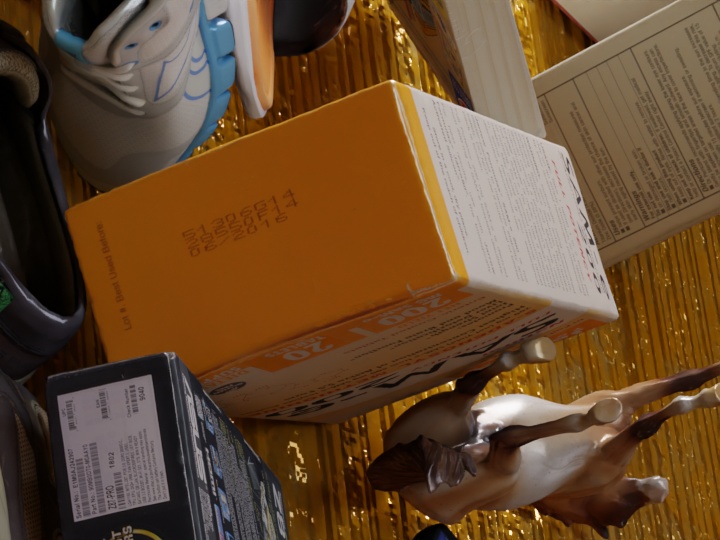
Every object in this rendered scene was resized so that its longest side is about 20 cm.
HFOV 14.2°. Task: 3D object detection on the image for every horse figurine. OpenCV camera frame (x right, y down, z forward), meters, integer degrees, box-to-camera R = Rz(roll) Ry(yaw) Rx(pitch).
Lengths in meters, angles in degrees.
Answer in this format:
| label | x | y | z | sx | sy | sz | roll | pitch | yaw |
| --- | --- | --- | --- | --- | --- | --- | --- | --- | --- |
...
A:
| label | x | y | z | sx | sy | sz | roll | pitch | yaw |
| --- | --- | --- | --- | --- | --- | --- | --- | --- | --- |
| horse figurine | 0.069 | 0.066 | 1.116 | 0.200 | 0.133 | 0.050 | -2 | 67 | -45 |

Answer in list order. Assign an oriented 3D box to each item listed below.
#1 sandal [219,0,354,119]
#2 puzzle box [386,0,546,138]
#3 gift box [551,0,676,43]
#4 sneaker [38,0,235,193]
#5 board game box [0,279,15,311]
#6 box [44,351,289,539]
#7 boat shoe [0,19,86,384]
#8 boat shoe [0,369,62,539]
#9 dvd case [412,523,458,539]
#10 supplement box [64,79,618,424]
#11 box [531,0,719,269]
| label | x | y | z | sx | sy | sz | roll | pitch | yaw |
| --- | --- | --- | --- | --- | --- | --- | --- | --- | --- |
| sandal | -0.018 | -0.154 | 1.080 | 0.079 | 0.059 | 0.207 | 80 | 13 | -61 |
| puzzle box | 0.024 | -0.138 | 1.140 | 0.200 | 0.025 | 0.133 | -117 | -172 | -67 |
| gift box | 0.216 | -0.160 | 1.385 | 0.200 | 0.185 | 0.187 | 37 | 41 | -23 |
| sneaker | -0.084 | -0.089 | 0.977 | 0.075 | 0.200 | 0.087 | 26 | 49 | 9 |
| board game box | -0.174 | -0.056 | 0.847 | 0.105 | 0.023 | 0.200 | 47 | -4 | 29 |
| box | -0.046 | 0.143 | 0.917 | 0.161 | 0.049 | 0.200 | 54 | 24 | -68 |
| boat shoe | -0.136 | -0.058 | 0.973 | 0.072 | 0.065 | 0.200 | 2 | 68 | -51 |
| boat shoe | -0.110 | 0.113 | 0.894 | 0.073 | 0.074 | 0.200 | 14 | 59 | -47 |
| dvd case | 0.061 | 0.212 | 1.097 | 0.200 | 0.018 | 0.143 | 52 | 36 | -15 |
| supplement box | 0.000 | 0.000 | 1.013 | 0.200 | 0.126 | 0.074 | 11 | 60 | -69 |
| box | 0.166 | -0.080 | 1.255 | 0.078 | 0.200 | 0.095 | -25 | 90 | -55 |
